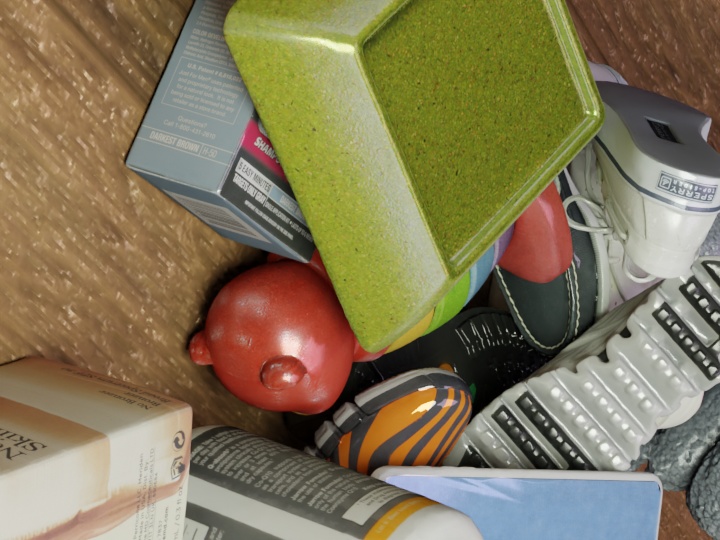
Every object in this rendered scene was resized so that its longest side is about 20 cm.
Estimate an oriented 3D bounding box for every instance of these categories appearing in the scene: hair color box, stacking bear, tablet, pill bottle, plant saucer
[{"bbox_3d":[-0.031,-0.117,1.389,0.099,0.060,0.201,38,72,-58],"label":"hair color box"},{"bbox_3d":[0.000,0.000,1.461,0.200,0.121,0.114,-42,137,-33],"label":"stacking bear"},{"bbox_3d":[0.076,0.166,1.457,0.199,0.014,0.131,4,93,-39],"label":"tablet"},{"bbox_3d":[-0.047,0.140,1.355,0.116,0.199,0.117,-34,133,-47],"label":"pill bottle"},{"bbox_3d":[0.043,-0.092,1.375,0.200,0.048,0.200,-45,126,-32],"label":"plant saucer"}]

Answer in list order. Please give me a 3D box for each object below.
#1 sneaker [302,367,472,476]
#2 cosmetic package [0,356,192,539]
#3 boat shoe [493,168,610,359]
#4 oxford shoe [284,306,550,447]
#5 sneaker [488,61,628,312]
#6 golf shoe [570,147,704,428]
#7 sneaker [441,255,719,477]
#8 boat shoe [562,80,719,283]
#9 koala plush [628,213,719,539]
[{"bbox_3d":[0.002,0.149,1.452,0.077,0.112,0.200,22,116,-44],"label":"sneaker"},{"bbox_3d":[-0.171,0.106,1.230,0.200,0.103,0.088,-20,120,-56],"label":"cosmetic package"},{"bbox_3d":[0.082,-0.044,1.566,0.060,0.075,0.201,-11,83,-52],"label":"boat shoe"},{"bbox_3d":[0.035,0.063,1.577,0.199,0.084,0.073,0,78,-47],"label":"oxford shoe"},{"bbox_3d":[0.104,-0.030,1.664,0.071,0.073,0.201,22,77,-51],"label":"sneaker"},{"bbox_3d":[0.144,0.006,1.605,0.091,0.075,0.201,-25,112,-41],"label":"golf shoe"},{"bbox_3d":[0.131,0.064,1.531,0.200,0.075,0.081,-35,-173,5],"label":"sneaker"},{"bbox_3d":[0.148,-0.038,1.489,0.202,0.074,0.087,-106,-149,-71],"label":"boat shoe"},{"bbox_3d":[0.194,0.029,1.752,0.184,0.176,0.201,-51,145,-53],"label":"koala plush"}]
